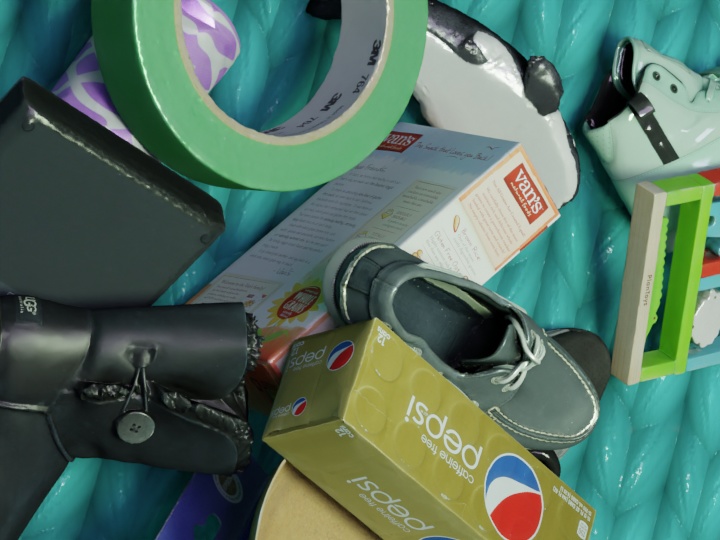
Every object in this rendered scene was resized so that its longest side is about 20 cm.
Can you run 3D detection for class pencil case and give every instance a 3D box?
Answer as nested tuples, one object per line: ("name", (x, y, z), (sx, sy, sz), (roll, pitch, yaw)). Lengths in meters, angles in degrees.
("pencil case", (-0.151, -0.079, 1.576), (0.085, 0.084, 0.200), (31, 70, 15))

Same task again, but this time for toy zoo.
("toy zoo", (0.248, -0.007, 1.754), (0.199, 0.020, 0.132), (-12, 120, -31))

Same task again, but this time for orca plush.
("orca plush", (0.056, -0.119, 1.701), (0.199, 0.071, 0.105), (28, 120, -11))

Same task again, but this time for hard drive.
("hard drive", (-0.187, 0.003, 1.496), (0.139, 0.033, 0.200), (33, 116, -30))

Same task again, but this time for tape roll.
("tape roll", (-0.054, -0.145, 1.558), (0.199, 0.048, 0.202), (-4, 96, -35))

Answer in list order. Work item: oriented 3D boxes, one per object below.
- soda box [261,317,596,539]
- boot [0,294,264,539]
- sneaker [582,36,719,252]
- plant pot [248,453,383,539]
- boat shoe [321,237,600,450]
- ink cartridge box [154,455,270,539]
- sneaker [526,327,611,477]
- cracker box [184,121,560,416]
("soda box", (0.040, 0.112, 1.519), (0.200, 0.064, 0.068), (41, 51, -31))
("boot", (-0.143, 0.101, 1.508), (0.167, 0.077, 0.201), (6, 119, -11))
("sneaker", (0.225, -0.121, 1.756), (0.201, 0.074, 0.118), (-47, 113, -18))
("plant pot", (0.003, 0.181, 1.526), (0.199, 0.027, 0.202), (19, 64, -44))
("boat shoe", (0.066, 0.048, 1.535), (0.200, 0.062, 0.073), (34, 80, -31))
("ink cartridge box", (-0.032, 0.201, 1.571), (0.201, 0.043, 0.197), (55, 27, -14))
("sneaker", (0.101, 0.103, 1.658), (0.200, 0.115, 0.075), (-38, 106, -26))
("cracker box", (0.000, 0.000, 1.602), (0.200, 0.134, 0.058), (-41, 115, -19))
